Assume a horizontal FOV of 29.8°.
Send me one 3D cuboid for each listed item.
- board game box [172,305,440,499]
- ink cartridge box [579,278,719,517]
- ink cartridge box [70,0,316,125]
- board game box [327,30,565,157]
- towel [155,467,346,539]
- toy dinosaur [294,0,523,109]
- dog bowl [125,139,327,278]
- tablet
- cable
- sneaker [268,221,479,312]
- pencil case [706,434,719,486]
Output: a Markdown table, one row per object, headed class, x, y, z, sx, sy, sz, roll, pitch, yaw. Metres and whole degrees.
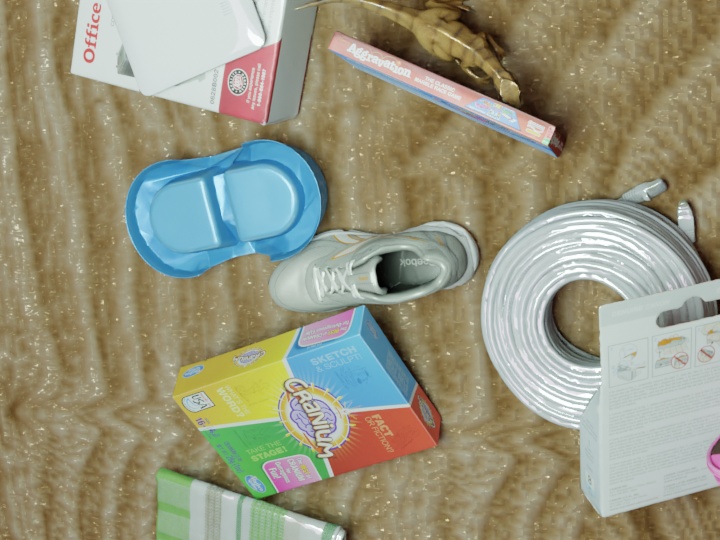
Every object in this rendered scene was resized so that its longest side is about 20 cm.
| class | x | y | z | sx | sy | sz | roll | pitch | yaw |
| --- | --- | --- | --- | --- | --- | --- | --- | --- | --- |
| board game box | -0.049 | 0.125 | 1.246 | 0.200 | 0.040 | 0.153 | -20 | 124 | 23 |
| ink cartridge box | 0.257 | 0.092 | 1.093 | 0.160 | 0.047 | 0.200 | -12 | 117 | -11 |
| ink cartridge box | -0.148 | -0.225 | 1.210 | 0.200 | 0.083 | 0.147 | 15 | 107 | 16 |
| board game box | 0.075 | -0.147 | 1.138 | 0.200 | 0.103 | 0.019 | 26 | 96 | 12 |
| towel | -0.110 | 0.278 | 1.333 | 0.200 | 0.031 | 0.150 | 17 | 120 | 18 |
| toy dinosaur | 0.059 | -0.204 | 1.129 | 0.200 | 0.106 | 0.061 | 28 | 111 | 12 |
| dog bowl | -0.120 | -0.060 | 1.258 | 0.200 | 0.050 | 0.112 | -11 | 99 | 22 |
| tablet | -0.169 | -0.264 | 1.157 | 0.130 | 0.014 | 0.200 | -19 | 93 | 21 |
| cable | 0.203 | 0.040 | 1.155 | 0.200 | 0.069 | 0.200 | -16 | 97 | 22 |
| sneaker | 0.000 | 0.000 | 1.206 | 0.200 | 0.092 | 0.076 | -12 | 97 | 22 |
| pencil case | 0.358 | 0.201 | 1.095 | 0.091 | 0.094 | 0.200 | 11 | 140 | 57 |
